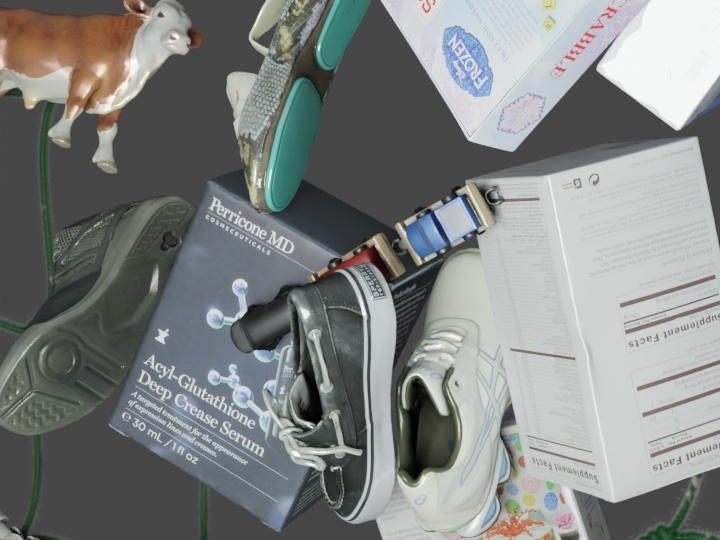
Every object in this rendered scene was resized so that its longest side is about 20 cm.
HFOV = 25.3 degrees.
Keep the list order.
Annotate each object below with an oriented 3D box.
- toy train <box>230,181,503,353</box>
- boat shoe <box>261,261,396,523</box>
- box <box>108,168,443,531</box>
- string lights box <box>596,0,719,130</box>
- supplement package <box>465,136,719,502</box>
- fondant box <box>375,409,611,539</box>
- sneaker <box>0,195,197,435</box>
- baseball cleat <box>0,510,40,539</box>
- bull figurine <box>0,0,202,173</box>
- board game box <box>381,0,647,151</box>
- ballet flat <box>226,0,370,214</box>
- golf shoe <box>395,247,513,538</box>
[{"bbox_3d":[0.000,0.000,0.997,0.200,0.046,0.034,-30,88,22],"label":"toy train"},{"bbox_3d":[-0.020,0.086,0.985,0.074,0.068,0.200,56,153,39],"label":"boat shoe"},{"bbox_3d":[-0.058,0.050,1.113,0.148,0.107,0.200,29,109,14],"label":"box"},{"bbox_3d":[0.207,-0.146,0.915,0.059,0.200,0.103,38,112,10],"label":"string lights box"},{"bbox_3d":[0.155,0.027,1.000,0.109,0.114,0.200,-15,98,-21],"label":"supplement package"},{"bbox_3d":[0.100,0.203,1.109,0.144,0.058,0.200,-17,95,23],"label":"fondant box"},{"bbox_3d":[-0.197,0.030,1.144,0.076,0.114,0.200,41,73,-25],"label":"sneaker"},{"bbox_3d":[-0.261,0.230,1.251,0.200,0.070,0.107,-12,97,23],"label":"baseball cleat"},{"bbox_3d":[-0.206,-0.140,1.146,0.200,0.065,0.122,8,71,28],"label":"bull figurine"},{"bbox_3d":[0.088,-0.204,0.874,0.200,0.041,0.200,-48,52,28],"label":"board game box"},{"bbox_3d":[-0.049,-0.131,1.063,0.072,0.072,0.201,16,73,18],"label":"ballet flat"},{"bbox_3d":[0.063,0.067,1.038,0.078,0.097,0.200,-6,63,24],"label":"golf shoe"}]
